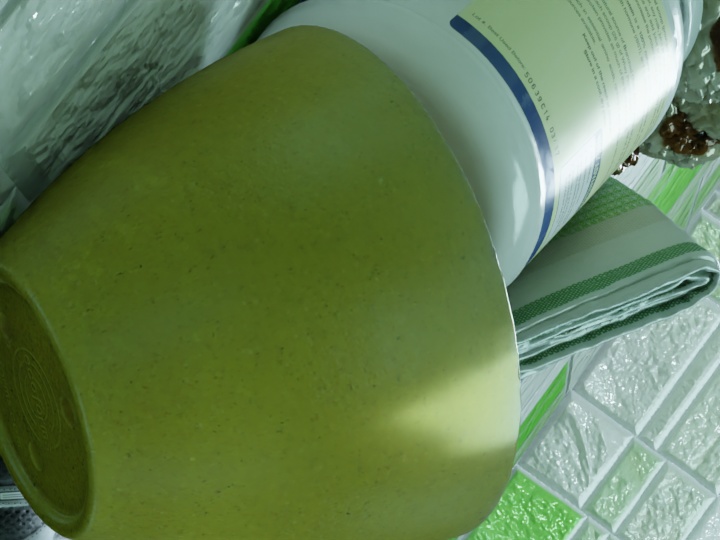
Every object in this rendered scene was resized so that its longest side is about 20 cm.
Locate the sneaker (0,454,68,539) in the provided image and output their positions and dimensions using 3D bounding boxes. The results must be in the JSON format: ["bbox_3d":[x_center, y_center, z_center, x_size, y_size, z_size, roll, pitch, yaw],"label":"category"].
[{"bbox_3d":[-0.131,0.089,0.910,0.200,0.078,0.078,-60,148,-81],"label":"sneaker"}]

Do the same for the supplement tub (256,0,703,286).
[{"bbox_3d":[0.052,-0.086,0.959,0.200,0.145,0.145,-43,164,-44],"label":"supplement tub"}]

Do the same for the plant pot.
[{"bbox_3d":[-0.057,0.026,0.799,0.142,0.200,0.200,-19,152,-27],"label":"plant pot"}]

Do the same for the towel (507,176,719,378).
[{"bbox_3d":[0.052,-0.010,1.005,0.149,0.200,0.031,-20,120,-17],"label":"towel"}]

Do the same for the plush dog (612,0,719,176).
[{"bbox_3d":[0.185,-0.124,1.135,0.199,0.161,0.172,-9,142,-36],"label":"plush dog"}]
